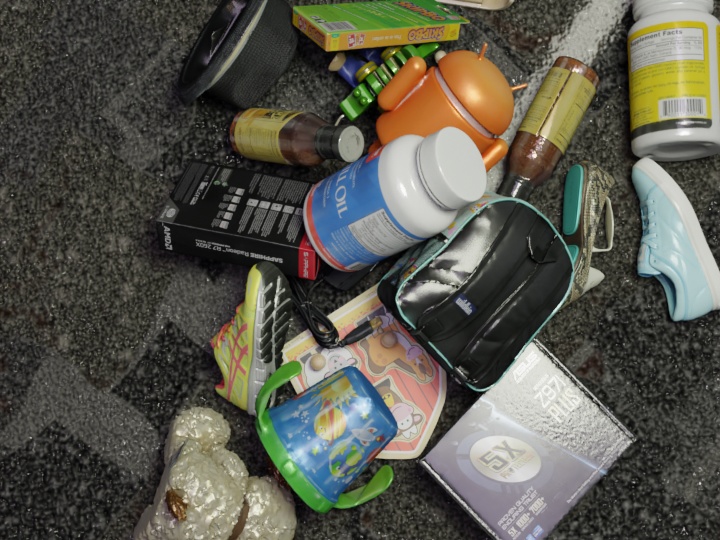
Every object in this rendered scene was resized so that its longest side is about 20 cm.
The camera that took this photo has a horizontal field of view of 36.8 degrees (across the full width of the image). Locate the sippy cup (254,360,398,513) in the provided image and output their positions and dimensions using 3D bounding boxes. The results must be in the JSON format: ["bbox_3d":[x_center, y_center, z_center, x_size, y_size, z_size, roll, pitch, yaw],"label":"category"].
[{"bbox_3d":[-0.031,0.183,1.235,0.130,0.178,0.140,-38,62,3],"label":"sippy cup"}]

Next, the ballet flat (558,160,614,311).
[{"bbox_3d":[0.268,-0.029,1.303,0.074,0.068,0.203,19,81,-18],"label":"ballet flat"}]

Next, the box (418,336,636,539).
[{"bbox_3d":[0.191,0.208,1.258,0.200,0.086,0.164,-45,83,-4],"label":"box"}]

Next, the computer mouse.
[{"bbox_3d":[0.000,0.000,1.299,0.198,0.046,0.141,-32,68,-2],"label":"computer mouse"}]

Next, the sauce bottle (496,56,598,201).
[{"bbox_3d":[0.218,-0.158,1.310,0.065,0.066,0.202,30,86,6],"label":"sauce bottle"}]

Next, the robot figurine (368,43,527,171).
[{"bbox_3d":[0.098,-0.171,1.258,0.200,0.116,0.145,-41,80,22],"label":"robot figurine"}]

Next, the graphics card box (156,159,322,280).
[{"bbox_3d":[-0.130,-0.063,1.286,0.196,0.051,0.126,11,44,7],"label":"graphics card box"}]

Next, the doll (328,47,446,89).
[{"bbox_3d":[0.058,-0.220,1.339,0.198,0.048,0.138,32,89,2],"label":"doll"}]

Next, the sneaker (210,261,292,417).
[{"bbox_3d":[-0.136,0.080,1.264,0.089,0.078,0.203,17,116,18],"label":"sneaker"}]

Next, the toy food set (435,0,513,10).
[{"bbox_3d":[0.106,-0.416,1.357,0.196,0.060,0.146,10,83,3],"label":"toy food set"}]

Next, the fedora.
[{"bbox_3d":[-0.136,-0.271,1.317,0.091,0.200,0.203,32,84,-24],"label":"fedora"}]

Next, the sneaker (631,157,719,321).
[{"bbox_3d":[0.361,-0.034,1.290,0.081,0.074,0.202,-24,81,-4],"label":"sneaker"}]

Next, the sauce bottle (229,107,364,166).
[{"bbox_3d":[-0.075,-0.156,1.274,0.198,0.066,0.067,12,81,44],"label":"sauce bottle"}]

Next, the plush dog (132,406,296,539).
[{"bbox_3d":[-0.152,0.276,1.245,0.169,0.160,0.203,20,83,-19],"label":"plush dog"}]

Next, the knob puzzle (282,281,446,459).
[{"bbox_3d":[0.018,0.136,1.303,0.215,0.030,0.224,0,82,2],"label":"knob puzzle"}]

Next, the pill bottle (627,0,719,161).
[{"bbox_3d":[0.378,-0.242,1.297,0.112,0.114,0.204,0,82,2],"label":"pill bottle"}]

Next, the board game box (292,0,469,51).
[{"bbox_3d":[0.026,-0.296,1.292,0.197,0.030,0.096,-13,36,-25],"label":"board game box"}]

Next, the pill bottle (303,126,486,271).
[{"bbox_3d":[0.038,-0.080,1.182,0.199,0.111,0.114,-25,79,41],"label":"pill bottle"}]

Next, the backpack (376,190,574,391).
[{"bbox_3d":[0.136,0.011,1.241,0.200,0.153,0.176,-45,105,2],"label":"backpack"}]

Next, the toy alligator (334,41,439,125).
[{"bbox_3d":[0.015,-0.215,1.288,0.199,0.054,0.060,-38,86,-1],"label":"toy alligator"}]
